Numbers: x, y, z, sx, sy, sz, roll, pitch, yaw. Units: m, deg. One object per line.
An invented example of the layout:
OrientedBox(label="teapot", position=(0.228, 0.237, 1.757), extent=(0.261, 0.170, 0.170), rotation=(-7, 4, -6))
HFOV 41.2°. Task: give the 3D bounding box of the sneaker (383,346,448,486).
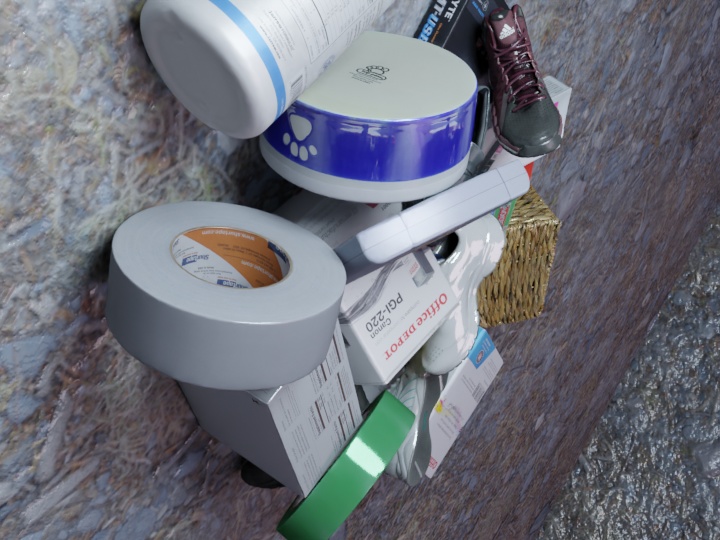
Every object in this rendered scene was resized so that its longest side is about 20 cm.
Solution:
OrientedBox(label="sneaker", position=(0.058, 0.163, 1.212), extent=(0.070, 0.079, 0.204), rotation=(22, 81, -57))

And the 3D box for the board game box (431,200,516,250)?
OrientedBox(label="board game box", position=(0.124, -0.040, 1.232), extent=(0.133, 0.029, 0.201), rotation=(-21, 160, -8))

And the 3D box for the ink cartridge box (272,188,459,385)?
OrientedBox(label="ink cartridge box", position=(0.000, 0.000, 1.023), extent=(0.146, 0.084, 0.202), rotation=(-42, 114, -32))

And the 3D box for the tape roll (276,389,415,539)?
OrientedBox(label="tape roll", position=(-0.016, 0.229, 1.092), extent=(0.201, 0.048, 0.200), rotation=(-51, 179, -2))

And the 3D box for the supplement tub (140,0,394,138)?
OrientedBox(label="supplement tub", position=(-0.065, -0.215, 0.763), extent=(0.201, 0.131, 0.133), rotation=(-49, 151, -24))

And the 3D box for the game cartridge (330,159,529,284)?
OrientedBox(label="game cartridge", position=(0.061, -0.043, 0.897), extent=(0.198, 0.042, 0.133), rotation=(-26, -177, -28))

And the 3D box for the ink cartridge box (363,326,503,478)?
OrientedBox(label="ink cartridge box", position=(0.079, 0.156, 1.342), extent=(0.201, 0.145, 0.147), rotation=(-56, 152, -9))

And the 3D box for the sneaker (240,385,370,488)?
OrientedBox(label="sneaker", position=(-0.074, 0.195, 1.208), extent=(0.199, 0.075, 0.092), rotation=(-33, 116, -29))

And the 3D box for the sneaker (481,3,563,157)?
OrientedBox(label="sneaker", position=(0.166, -0.221, 1.059), extent=(0.074, 0.202, 0.116), rotation=(-17, 133, 7))

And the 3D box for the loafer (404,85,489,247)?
OrientedBox(label="loafer", position=(0.097, -0.119, 1.033), extent=(0.068, 0.070, 0.203), rotation=(34, 56, -29))

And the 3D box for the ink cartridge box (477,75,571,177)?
OrientedBox(label="ink cartridge box", position=(0.172, -0.133, 1.211), extent=(0.198, 0.043, 0.175), rotation=(-28, 140, -27))

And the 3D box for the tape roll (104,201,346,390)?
OrientedBox(label="tape roll", position=(-0.114, 0.016, 0.815), extent=(0.199, 0.199, 0.067), rotation=(-23, 137, -50))

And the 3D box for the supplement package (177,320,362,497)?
OrientedBox(label="supplement package", position=(-0.099, 0.109, 0.975), extent=(0.111, 0.154, 0.201), rotation=(-49, 151, -26))

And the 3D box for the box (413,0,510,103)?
OrientedBox(label="box", position=(0.115, -0.235, 1.153), extent=(0.201, 0.049, 0.200), rotation=(-63, 153, 0))

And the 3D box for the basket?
OrientedBox(label="basket", position=(0.205, -0.033, 1.481), extent=(0.140, 0.150, 0.202), rotation=(-10, 132, -15))

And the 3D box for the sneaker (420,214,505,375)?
OrientedBox(label="sneaker", position=(0.100, 0.024, 1.132), extent=(0.086, 0.074, 0.204), rotation=(11, 96, -35))

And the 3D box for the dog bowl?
OrientedBox(label="dog bowl", position=(0.007, -0.146, 0.877), extent=(0.199, 0.198, 0.080), rotation=(-33, 141, -42))
